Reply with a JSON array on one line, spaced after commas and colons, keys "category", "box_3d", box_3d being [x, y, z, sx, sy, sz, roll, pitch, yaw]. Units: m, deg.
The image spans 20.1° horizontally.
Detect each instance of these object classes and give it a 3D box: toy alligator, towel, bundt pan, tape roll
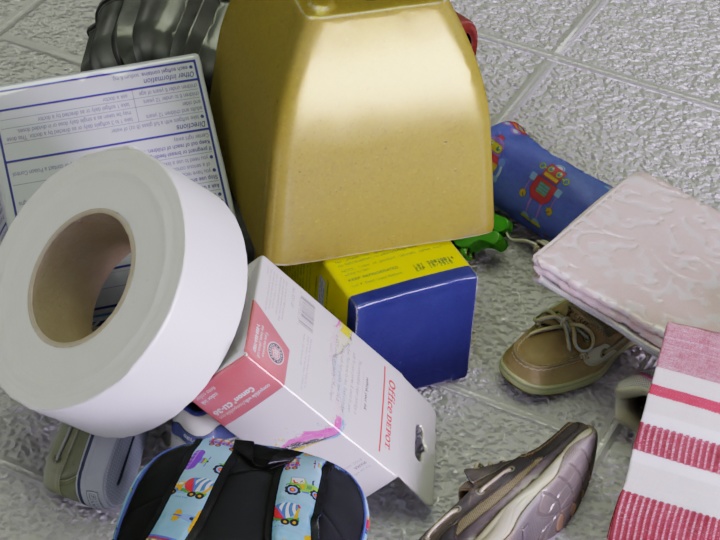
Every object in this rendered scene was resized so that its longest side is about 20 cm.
[{"category": "toy alligator", "box_3d": [0.085, -0.036, 1.753, 0.200, 0.059, 0.054, 30, 88, 26]}, {"category": "towel", "box_3d": [0.258, 0.008, 1.600, 0.200, 0.032, 0.191, 32, 41, 20]}, {"category": "bundt pan", "box_3d": [-0.157, -0.156, 1.777, 0.201, 0.202, 0.076, 12, 50, 11]}, {"category": "tape roll", "box_3d": [-0.179, 0.015, 1.466, 0.071, 0.203, 0.203, 30, 14, -47]}, {"category": "towel", "box_3d": [0.262, 0.149, 1.447, 0.143, 0.201, 0.023, 15, -4, 20]}]

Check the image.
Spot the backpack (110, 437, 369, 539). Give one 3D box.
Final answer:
[{"category": "backpack", "box_3d": [-0.084, 0.212, 1.356, 0.182, 0.135, 0.200, 7, 39, 6]}]

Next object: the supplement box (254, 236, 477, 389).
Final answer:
[{"category": "supplement box", "box_3d": [0.000, 0.000, 1.651, 0.108, 0.110, 0.200, -14, 42, -21]}]

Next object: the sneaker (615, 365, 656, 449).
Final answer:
[{"category": "sneaker", "box_3d": [0.254, 0.139, 1.526, 0.088, 0.082, 0.200, -12, 33, -17]}]

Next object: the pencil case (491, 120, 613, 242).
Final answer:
[{"category": "pencil case", "box_3d": [0.176, -0.056, 1.762, 0.200, 0.087, 0.078, 36, 87, 35]}]

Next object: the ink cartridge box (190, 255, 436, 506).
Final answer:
[{"category": "ink cartridge box", "box_3d": [-0.032, 0.098, 1.511, 0.200, 0.067, 0.117, 41, 31, -25]}]

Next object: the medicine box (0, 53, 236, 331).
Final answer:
[{"category": "medicine box", "box_3d": [-0.204, -0.055, 1.633, 0.181, 0.103, 0.201, -11, 82, -17]}]

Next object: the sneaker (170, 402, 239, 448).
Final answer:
[{"category": "sneaker", "box_3d": [-0.103, 0.079, 1.562, 0.075, 0.088, 0.200, 2, 37, 2]}]

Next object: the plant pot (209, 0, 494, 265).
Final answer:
[{"category": "plant pot", "box_3d": [-0.007, -0.152, 1.593, 0.193, 0.201, 0.196, -9, 39, -15]}]

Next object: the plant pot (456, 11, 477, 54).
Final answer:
[{"category": "plant pot", "box_3d": [-0.011, -0.201, 1.853, 0.195, 0.201, 0.201, 29, 44, 18]}]

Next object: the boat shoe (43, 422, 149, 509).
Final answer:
[{"category": "boat shoe", "box_3d": [-0.183, 0.081, 1.525, 0.062, 0.072, 0.201, 10, 63, 19]}]

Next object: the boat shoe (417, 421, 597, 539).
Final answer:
[{"category": "boat shoe", "box_3d": [0.105, 0.166, 1.478, 0.073, 0.075, 0.200, 26, 42, 25]}]

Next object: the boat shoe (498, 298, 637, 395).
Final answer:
[{"category": "boat shoe", "box_3d": [0.196, 0.039, 1.653, 0.200, 0.063, 0.073, -21, 44, -28]}]
